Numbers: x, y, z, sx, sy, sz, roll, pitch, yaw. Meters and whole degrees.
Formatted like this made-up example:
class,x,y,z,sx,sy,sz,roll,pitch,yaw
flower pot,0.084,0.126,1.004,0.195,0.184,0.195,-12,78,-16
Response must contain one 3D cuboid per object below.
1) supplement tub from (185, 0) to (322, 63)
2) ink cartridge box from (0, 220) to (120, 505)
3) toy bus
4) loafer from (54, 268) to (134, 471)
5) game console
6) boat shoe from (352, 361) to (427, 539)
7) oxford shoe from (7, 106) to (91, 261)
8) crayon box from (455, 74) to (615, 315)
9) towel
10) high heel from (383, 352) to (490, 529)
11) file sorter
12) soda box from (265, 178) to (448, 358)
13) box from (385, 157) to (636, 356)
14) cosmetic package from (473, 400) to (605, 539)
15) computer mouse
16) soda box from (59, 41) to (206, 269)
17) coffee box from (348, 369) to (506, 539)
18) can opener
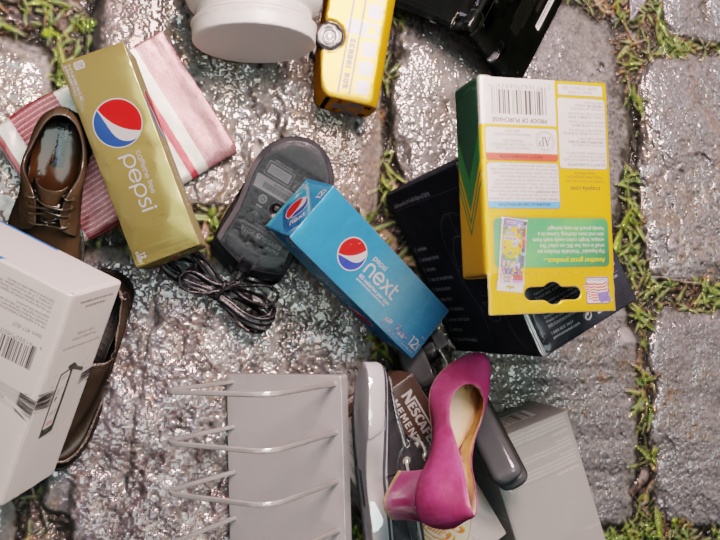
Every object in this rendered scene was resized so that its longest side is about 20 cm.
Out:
class,x,y,z,sx,sy,sz,roll,pitch,yaw
supplement tub,-0.106,-0.324,0.805,0.139,0.140,0.202,1,87,-17
ink cartridge box,-0.317,0.075,0.700,0.145,0.084,0.201,25,102,8
toy bus,-0.007,-0.274,0.865,0.078,0.065,0.201,10,88,-9
loafer,-0.273,0.092,0.770,0.073,0.071,0.201,17,82,-15
game console,0.142,-0.344,0.945,0.176,0.116,0.201,37,77,-42
boat shoe,0.033,0.185,0.773,0.067,0.072,0.202,-5,92,-12
oxford shoe,-0.293,-0.053,0.750,0.072,0.084,0.202,4,93,-16
crayon box,0.152,-0.063,0.707,0.125,0.052,0.202,-1,86,-17
towel,-0.245,-0.131,0.817,0.199,0.023,0.145,-34,99,-14
high heel,0.099,0.146,0.735,0.200,0.096,0.068,-48,114,-40
file sorter,-0.099,0.203,0.759,0.124,0.138,0.202,2,86,-61
soda box,0.000,0.000,0.828,0.068,0.064,0.200,-50,121,-10
box,0.145,-0.028,0.835,0.123,0.200,0.198,-28,95,-17
cosmetic package,0.195,0.259,0.896,0.106,0.090,0.201,-16,95,-16
computer mouse,-0.105,-0.050,0.843,0.138,0.053,0.201,35,89,-11
soda box,-0.213,-0.105,0.768,0.064,0.068,0.201,-21,92,-5
coffee box,0.048,0.219,0.855,0.114,0.080,0.201,-31,96,-15
can opener,0.100,0.142,0.847,0.067,0.053,0.201,-30,56,8
